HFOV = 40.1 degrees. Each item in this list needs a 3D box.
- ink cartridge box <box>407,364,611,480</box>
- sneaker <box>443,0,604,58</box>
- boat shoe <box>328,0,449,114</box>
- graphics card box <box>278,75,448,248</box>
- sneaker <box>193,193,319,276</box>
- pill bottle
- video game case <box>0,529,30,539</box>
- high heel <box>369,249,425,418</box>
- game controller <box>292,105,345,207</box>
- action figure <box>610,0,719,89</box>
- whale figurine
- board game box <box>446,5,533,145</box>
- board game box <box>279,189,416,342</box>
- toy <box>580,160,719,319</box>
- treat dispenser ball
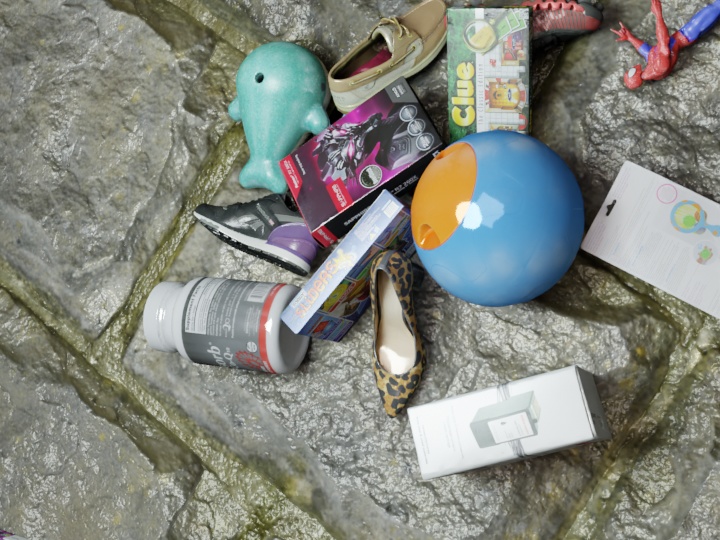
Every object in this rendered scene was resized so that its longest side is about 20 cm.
[{"bbox_3d":[0.173,0.175,1.127,0.198,0.146,0.085,-17,76,17],"label":"ink cartridge box"},{"bbox_3d":[0.201,-0.287,1.220,0.198,0.071,0.099,-1,86,19],"label":"sneaker"},{"bbox_3d":[0.040,-0.284,1.261,0.200,0.066,0.074,-46,55,-8],"label":"boat shoe"},{"bbox_3d":[0.005,-0.135,1.224,0.199,0.051,0.126,-32,57,10],"label":"graphics card box"},{"bbox_3d":[-0.130,-0.065,1.316,0.199,0.076,0.088,22,79,28],"label":"sneaker"},{"bbox_3d":[-0.174,0.069,1.289,0.198,0.116,0.117,4,84,22],"label":"pill bottle"},{"bbox_3d":[-0.565,0.470,1.425,0.180,0.036,0.202,11,87,20],"label":"video game case"},{"bbox_3d":[0.033,0.078,1.194,0.071,0.142,0.202,5,85,20],"label":"high heel"},{"bbox_3d":[-0.014,-0.158,1.299,0.104,0.042,0.201,30,93,22],"label":"game controller"},{"bbox_3d":[0.375,-0.302,1.159,0.200,0.065,0.099,-43,79,9],"label":"action figure"},{"bbox_3d":[-0.118,-0.206,1.310,0.158,0.104,0.202,15,89,25],"label":"whale figurine"},{"bbox_3d":[0.158,-0.219,1.203,0.104,0.023,0.202,6,114,24],"label":"board game box"},{"bbox_3d":[0.000,0.000,1.222,0.034,0.135,0.200,43,97,21],"label":"board game box"},{"bbox_3d":[0.369,-0.029,1.133,0.199,0.047,0.116,29,90,18],"label":"toy"},{"bbox_3d":[0.157,-0.060,1.135,0.199,0.201,0.203,-3,82,20],"label":"treat dispenser ball"}]
